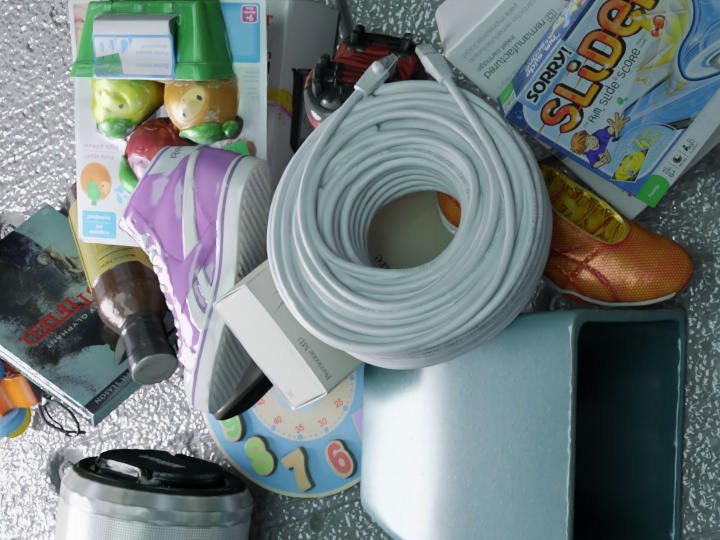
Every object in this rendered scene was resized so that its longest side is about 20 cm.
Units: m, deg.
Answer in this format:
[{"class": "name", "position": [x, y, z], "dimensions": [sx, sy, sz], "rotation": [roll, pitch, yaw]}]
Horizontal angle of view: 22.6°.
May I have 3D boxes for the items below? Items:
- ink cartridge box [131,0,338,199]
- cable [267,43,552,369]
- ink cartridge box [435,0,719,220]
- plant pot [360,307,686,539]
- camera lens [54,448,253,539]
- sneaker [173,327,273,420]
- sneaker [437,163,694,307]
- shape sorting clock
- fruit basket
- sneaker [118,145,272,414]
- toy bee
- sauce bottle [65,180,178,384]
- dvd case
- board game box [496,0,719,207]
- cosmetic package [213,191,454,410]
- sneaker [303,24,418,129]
[{"class": "ink cartridge box", "position": [-0.110, -0.128, 1.499], "dimensions": [0.146, 0.085, 0.202], "rotation": [8, 94, 27]}, {"class": "cable", "position": [0.032, -0.031, 1.245], "dimensions": [0.200, 0.069, 0.200], "rotation": [-42, 63, -1]}, {"class": "ink cartridge box", "position": [0.174, -0.155, 1.291], "dimensions": [0.200, 0.084, 0.144], "rotation": [38, 112, -23]}, {"class": "plant pot", "position": [0.109, 0.124, 1.328], "dimensions": [0.198, 0.195, 0.198], "rotation": [1, 90, 32]}, {"class": "camera lens", "position": [-0.176, 0.256, 1.486], "dimensions": [0.159, 0.160, 0.202], "rotation": [9, 93, 27]}, {"class": "sneaker", "position": [-0.075, 0.017, 1.444], "dimensions": [0.199, 0.076, 0.114], "rotation": [-43, 78, 19]}, {"class": "sneaker", "position": [0.144, -0.032, 1.298], "dimensions": [0.198, 0.077, 0.073], "rotation": [21, 55, 12]}, {"class": "shape sorting clock", "position": [-0.051, 0.088, 1.492], "dimensions": [0.198, 0.039, 0.202], "rotation": [0, 89, 28]}, {"class": "fruit basket", "position": [-0.156, -0.116, 1.425], "dimensions": [0.184, 0.094, 0.202], "rotation": [5, 95, 27]}, {"class": "sneaker", "position": [-0.134, 0.003, 1.388], "dimensions": [0.113, 0.073, 0.203], "rotation": [11, 98, 20]}, {"class": "toy bee", "position": [-0.306, 0.098, 1.597], "dimensions": [0.198, 0.109, 0.132], "rotation": [19, 136, 15]}, {"class": "sauce bottle", "position": [-0.198, 0.007, 1.521], "dimensions": [0.065, 0.065, 0.201], "rotation": [-38, 53, 22]}, {"class": "dvd case", "position": [-0.249, 0.034, 1.550], "dimensions": [0.199, 0.146, 0.022], "rotation": [34, 145, 23]}, {"class": "board game box", "position": [0.204, -0.156, 1.222], "dimensions": [0.135, 0.035, 0.201], "rotation": [28, 114, -18]}, {"class": "cosmetic package", "position": [0.000, 0.000, 1.350], "dimensions": [0.104, 0.200, 0.073], "rotation": [51, 151, -5]}, {"class": "sneaker", "position": [-0.001, -0.124, 1.393], "dimensions": [0.070, 0.201, 0.099], "rotation": [11, 110, 8]}]
